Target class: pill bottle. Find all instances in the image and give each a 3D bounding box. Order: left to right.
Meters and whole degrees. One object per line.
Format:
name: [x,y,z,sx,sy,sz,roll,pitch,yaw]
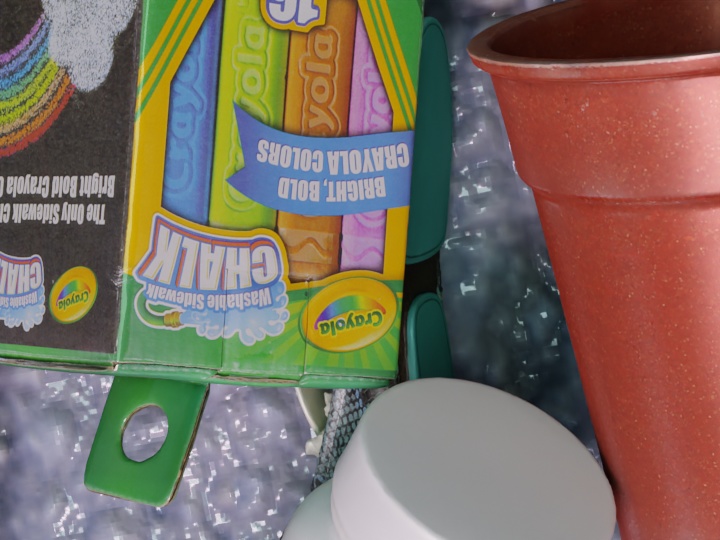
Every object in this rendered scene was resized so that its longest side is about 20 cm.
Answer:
pill bottle: [0.011,0.145,0.908,0.114,0.114,0.200,26,124,3]

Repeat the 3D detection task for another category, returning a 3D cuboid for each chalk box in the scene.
chalk box: [-0.064,-0.017,0.894,0.124,0.125,0.200,5,90,-37]

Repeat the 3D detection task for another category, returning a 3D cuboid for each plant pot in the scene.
plant pot: [0.152,0.000,0.880,0.201,0.201,0.195,-8,102,8]

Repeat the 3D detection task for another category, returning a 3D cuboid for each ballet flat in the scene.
ballet flat: [0.000,0.000,0.955,0.074,0.074,0.200,-1,93,7]
